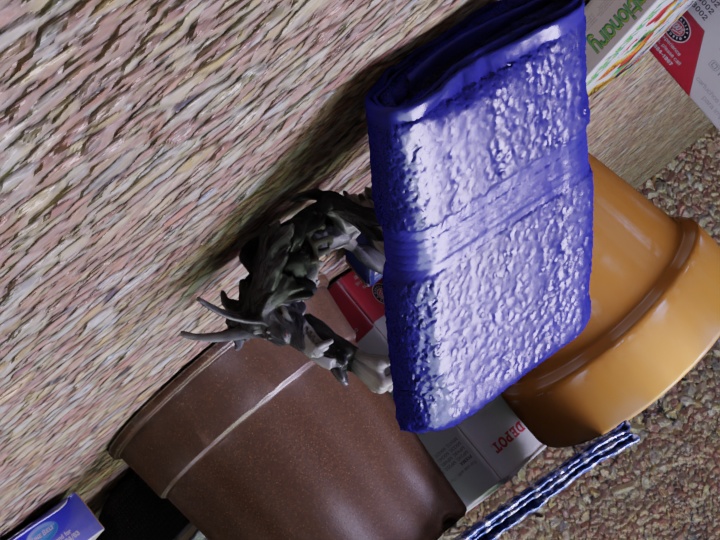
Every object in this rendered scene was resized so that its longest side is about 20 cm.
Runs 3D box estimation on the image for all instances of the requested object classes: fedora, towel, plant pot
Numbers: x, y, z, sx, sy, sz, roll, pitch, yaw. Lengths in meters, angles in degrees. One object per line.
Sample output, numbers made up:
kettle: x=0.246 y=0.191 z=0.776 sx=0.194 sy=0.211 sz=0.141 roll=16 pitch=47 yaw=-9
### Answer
fedora: x=-0.155 y=0.202 z=1.606 sx=0.201 sy=0.092 sz=0.201 roll=-45 pitch=172 yaw=-9
towel: x=0.100 y=0.179 z=1.382 sx=0.199 sy=0.024 sz=0.145 roll=-32 pitch=173 yaw=-17
plant pot: x=-0.042 y=0.143 z=1.384 sx=0.200 sy=0.199 sz=0.200 roll=-38 pitch=173 yaw=-5
plant pot: x=0.152 y=-0.003 z=1.462 sx=0.200 sy=0.184 sz=0.200 roll=-39 pitch=-168 yaw=10
towel: x=0.059 y=-0.030 z=0.991 sx=0.147 sy=0.049 sz=0.202 roll=-31 pitch=130 yaw=-33

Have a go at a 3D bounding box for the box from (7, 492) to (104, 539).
box: x=-0.262 y=0.232 z=1.433 sx=0.119 sy=0.042 sz=0.200 roll=-36 pitch=175 yaw=-33

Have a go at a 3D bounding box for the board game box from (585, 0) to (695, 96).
board game box: x=0.181 y=-0.172 z=1.253 sx=0.126 sy=0.035 sz=0.200 roll=-36 pitch=173 yaw=-34

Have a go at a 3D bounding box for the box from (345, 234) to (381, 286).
box: x=0.043 y=-0.047 z=1.309 sx=0.121 sy=0.032 sz=0.200 roll=-40 pitch=177 yaw=-5

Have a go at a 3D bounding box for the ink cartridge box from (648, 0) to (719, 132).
ink cartridge box: x=0.318 y=-0.202 z=1.355 sx=0.200 sy=0.146 sz=0.144 roll=-46 pitch=172 yaw=38

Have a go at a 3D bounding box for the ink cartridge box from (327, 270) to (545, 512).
ink cartridge box: x=0.055 y=0.085 z=1.542 sx=0.083 sy=0.200 sz=0.146 roll=-43 pitch=173 yaw=32

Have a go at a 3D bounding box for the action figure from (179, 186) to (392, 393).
action figure: x=0.000 y=0.000 z=1.064 sx=0.200 sy=0.102 sz=0.119 roll=-36 pitch=159 yaw=-35
